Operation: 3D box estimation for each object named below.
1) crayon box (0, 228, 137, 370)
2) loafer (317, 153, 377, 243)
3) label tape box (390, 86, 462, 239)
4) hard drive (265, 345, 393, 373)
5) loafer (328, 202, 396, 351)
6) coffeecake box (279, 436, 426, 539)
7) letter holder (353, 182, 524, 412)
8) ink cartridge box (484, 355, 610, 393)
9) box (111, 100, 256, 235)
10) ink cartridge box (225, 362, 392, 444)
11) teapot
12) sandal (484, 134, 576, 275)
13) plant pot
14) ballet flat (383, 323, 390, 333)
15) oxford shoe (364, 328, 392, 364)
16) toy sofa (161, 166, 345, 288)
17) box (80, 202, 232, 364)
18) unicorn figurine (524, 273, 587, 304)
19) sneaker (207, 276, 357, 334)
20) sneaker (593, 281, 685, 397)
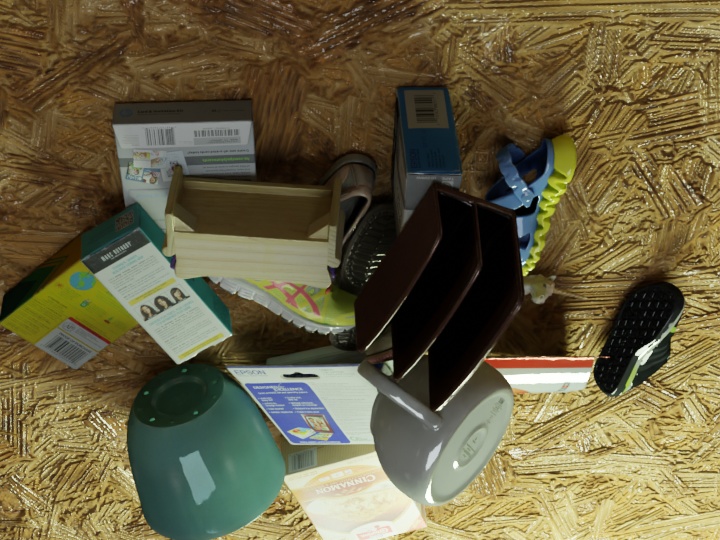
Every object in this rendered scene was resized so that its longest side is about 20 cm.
[{"bbox_3d":[-0.328,0.030,1.705,0.199,0.051,0.127,-33,129,26],"label":"crayon box"},{"bbox_3d":[-0.044,-0.050,1.638,0.071,0.063,0.200,18,131,-22],"label":"loafer"},{"bbox_3d":[0.069,-0.080,1.558,0.062,0.145,0.201,-1,135,-4],"label":"label tape box"},{"bbox_3d":[-0.009,0.140,1.814,0.198,0.026,0.132,-14,137,36],"label":"hard drive"},{"bbox_3d":[0.000,0.000,1.692,0.075,0.068,0.202,10,117,-20],"label":"loafer"},{"bbox_3d":[-0.008,0.301,1.984,0.152,0.074,0.201,-17,134,11],"label":"coffeecake box"},{"bbox_3d":[0.079,0.037,1.473,0.100,0.143,0.201,17,133,-19],"label":"letter holder"},{"bbox_3d":[0.215,0.133,1.771,0.160,0.051,0.200,0,177,-7],"label":"ink cartridge box"},{"bbox_3d":[-0.194,-0.102,1.591,0.154,0.041,0.201,-2,134,-2],"label":"box"},{"bbox_3d":[-0.042,0.158,1.791,0.196,0.047,0.201,-3,141,26],"label":"ink cartridge box"},{"bbox_3d":[0.077,0.171,1.665,0.197,0.145,0.202,-30,144,-42],"label":"teapot"},{"bbox_3d":[0.183,-0.078,1.625,0.086,0.080,0.202,9,126,-8],"label":"sandal"},{"bbox_3d":[-0.212,0.221,1.812,0.198,0.201,0.162,-11,123,7],"label":"plant pot"},{"bbox_3d":[0.071,0.048,1.737,0.069,0.070,0.201,13,138,-16],"label":"ballet flat"},{"bbox_3d":[0.081,0.045,1.656,0.199,0.074,0.071,-31,171,15],"label":"oxford shoe"},{"bbox_3d":[-0.117,-0.049,1.552,0.197,0.083,0.098,3,135,1],"label":"toy sofa"},{"bbox_3d":[-0.237,0.018,1.634,0.082,0.049,0.200,-28,129,11],"label":"box"},{"bbox_3d":[0.158,0.055,1.735,0.199,0.074,0.137,-29,176,39],"label":"unicorn figurine"},{"bbox_3d":[-0.077,0.004,1.616,0.198,0.078,0.091,23,111,-12],"label":"sneaker"},{"bbox_3d":[0.373,0.086,1.819,0.082,0.072,0.201,-6,142,-33],"label":"sneaker"}]
